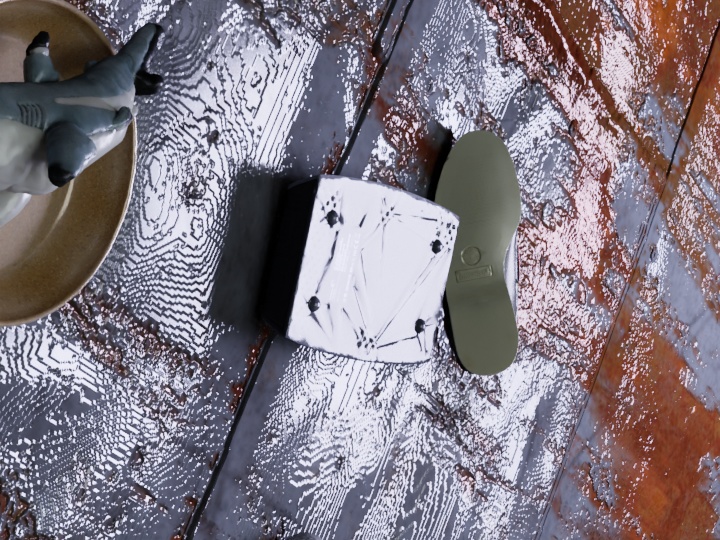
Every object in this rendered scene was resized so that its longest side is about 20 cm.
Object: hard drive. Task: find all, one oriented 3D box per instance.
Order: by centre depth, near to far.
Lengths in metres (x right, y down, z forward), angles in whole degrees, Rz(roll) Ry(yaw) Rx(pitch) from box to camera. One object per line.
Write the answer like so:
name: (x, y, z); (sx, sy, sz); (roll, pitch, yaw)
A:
hard drive: (0.000, 0.000, 1.495); (0.200, 0.042, 0.136); (13, 89, -55)

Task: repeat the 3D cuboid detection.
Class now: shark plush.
shark plush: (-0.170, -0.106, 1.146); (0.200, 0.091, 0.083); (-41, 100, -36)

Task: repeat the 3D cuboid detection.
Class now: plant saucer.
plant saucer: (-0.215, -0.068, 1.177); (0.200, 0.035, 0.201); (-21, 116, -51)

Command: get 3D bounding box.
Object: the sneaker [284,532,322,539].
sneaker: (-0.007, 0.286, 1.533); (0.114, 0.075, 0.201); (-34, 108, -60)

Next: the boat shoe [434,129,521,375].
boat shoe: (0.096, -0.015, 1.617); (0.063, 0.073, 0.202); (-140, -134, -86)
